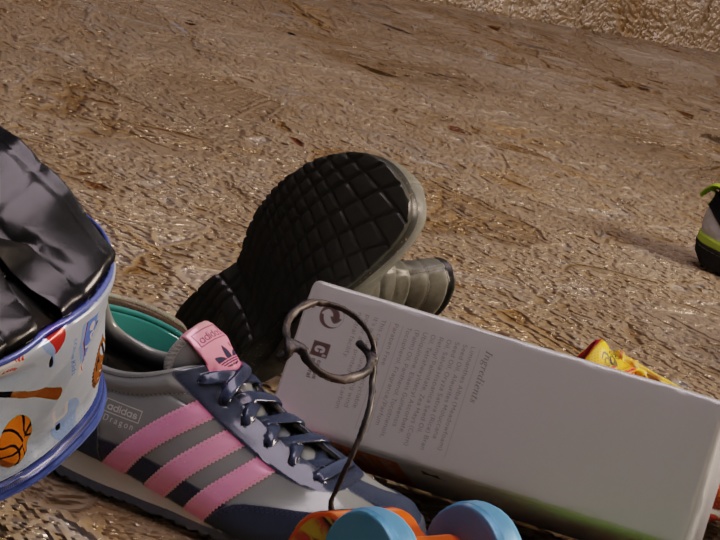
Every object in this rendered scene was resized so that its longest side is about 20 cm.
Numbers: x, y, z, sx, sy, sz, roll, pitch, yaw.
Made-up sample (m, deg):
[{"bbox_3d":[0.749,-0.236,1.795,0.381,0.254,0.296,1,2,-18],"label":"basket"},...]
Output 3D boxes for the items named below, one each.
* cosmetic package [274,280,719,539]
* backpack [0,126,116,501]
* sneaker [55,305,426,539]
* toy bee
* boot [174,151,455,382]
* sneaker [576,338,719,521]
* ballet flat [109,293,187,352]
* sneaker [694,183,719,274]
[{"bbox_3d":[0.068,0.075,1.026,0.200,0.071,0.101,16,-11,14],"label":"cosmetic package"},{"bbox_3d":[-0.196,0.023,0.859,0.190,0.154,0.200,19,38,28],"label":"backpack"},{"bbox_3d":[-0.059,0.070,0.967,0.200,0.082,0.070,18,14,17],"label":"sneaker"},{"bbox_3d":[0.014,0.125,0.822,0.131,0.109,0.200,16,36,-22],"label":"toy bee"},{"bbox_3d":[0.000,0.000,1.129,0.131,0.200,0.068,-4,64,-41],"label":"boot"},{"bbox_3d":[0.140,0.079,1.107,0.200,0.077,0.073,10,15,5],"label":"sneaker"},{"bbox_3d":[-0.170,0.037,1.038,0.200,0.067,0.062,5,6,-33],"label":"ballet flat"},{"bbox_3d":[0.357,-0.020,1.721,0.200,0.083,0.072,18,15,18],"label":"sneaker"}]
